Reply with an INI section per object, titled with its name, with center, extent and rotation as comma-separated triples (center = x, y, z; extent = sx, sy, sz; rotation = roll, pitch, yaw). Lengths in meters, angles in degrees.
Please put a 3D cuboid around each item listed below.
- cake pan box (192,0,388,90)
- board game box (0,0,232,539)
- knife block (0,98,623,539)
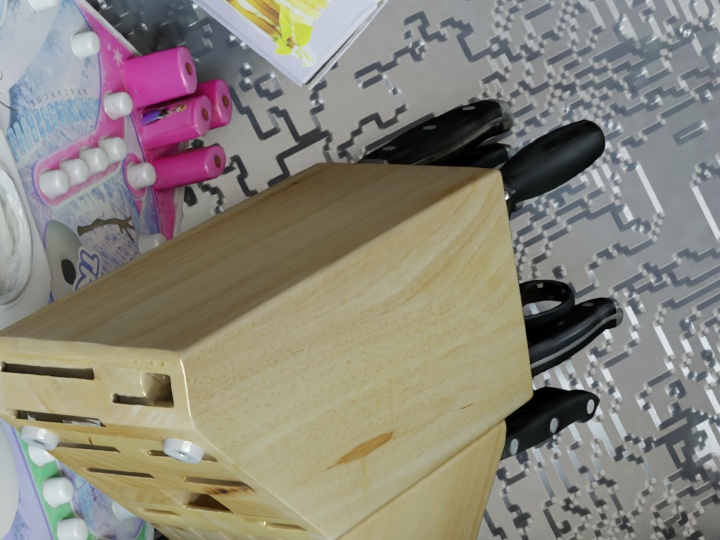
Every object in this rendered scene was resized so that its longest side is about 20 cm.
[cake pan box]
center = -0.037, -0.172, 0.787
extent = 0.184, 0.052, 0.200
rotation = 41, 45, -8
[board game box]
center = -0.097, -0.011, 0.722
extent = 0.026, 0.200, 0.201
rotation = -13, 57, 26
[knife block]
center = 0.000, 0.000, 0.763
extent = 0.200, 0.064, 0.176
rotation = 43, 56, -49
